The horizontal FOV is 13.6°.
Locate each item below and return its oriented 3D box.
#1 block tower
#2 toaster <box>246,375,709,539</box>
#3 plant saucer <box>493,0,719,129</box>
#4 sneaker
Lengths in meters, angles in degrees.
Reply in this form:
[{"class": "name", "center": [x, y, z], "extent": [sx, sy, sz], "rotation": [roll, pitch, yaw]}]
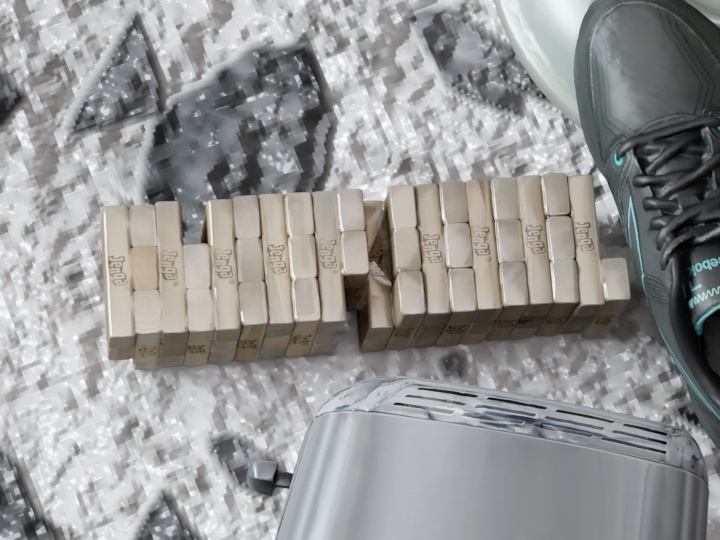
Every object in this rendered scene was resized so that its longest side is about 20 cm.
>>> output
[{"class": "block tower", "center": [0.000, 0.000, 1.170], "extent": [0.199, 0.054, 0.058], "rotation": [-3, 74, -7]}, {"class": "toaster", "center": [0.052, 0.119, 1.109], "extent": [0.199, 0.114, 0.130], "rotation": [10, 70, -1]}, {"class": "plant saucer", "center": [0.151, -0.137, 1.228], "extent": [0.199, 0.050, 0.201], "rotation": [1, 74, -5]}, {"class": "sneaker", "center": [0.137, -0.019, 1.156], "extent": [0.075, 0.079, 0.201], "rotation": [-23, 86, 8]}]
